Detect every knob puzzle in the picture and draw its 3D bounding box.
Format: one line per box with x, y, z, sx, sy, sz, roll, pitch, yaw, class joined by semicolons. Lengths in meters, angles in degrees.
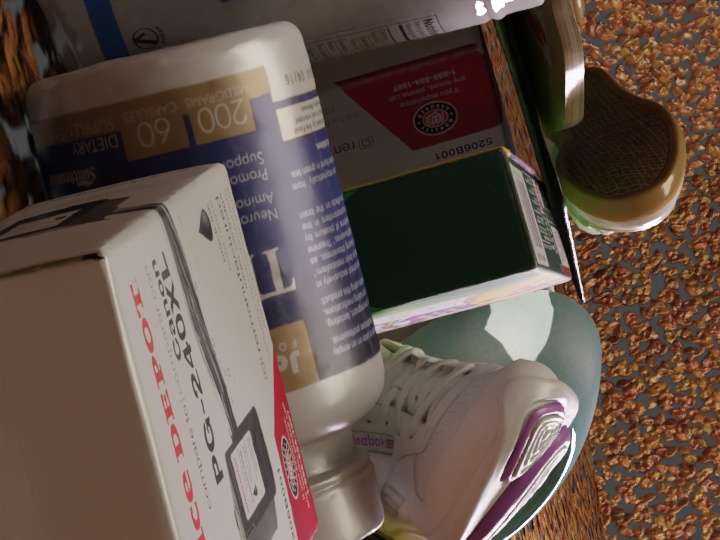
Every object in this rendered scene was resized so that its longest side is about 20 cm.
0.088;-0.157;1.137;0.220;0.030;0.220;164;-90;-87;knob puzzle

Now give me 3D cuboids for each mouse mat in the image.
0.083;-0.094;1.196;0.161;0.008;0.200;65;10;-67;mouse mat

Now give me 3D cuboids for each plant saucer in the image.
0.056;0.101;1.208;0.039;0.201;0.201;48;-12;37;plant saucer

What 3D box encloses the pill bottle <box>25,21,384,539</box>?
-0.054;0.011;0.897;0.111;0.111;0.200;-50;127;-79;pill bottle

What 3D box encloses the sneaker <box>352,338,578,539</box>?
0.023;0.069;0.947;0.100;0.075;0.200;45;-22;2;sneaker

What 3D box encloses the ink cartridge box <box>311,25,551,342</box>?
0.017;-0.030;1.235;0.083;0.145;0.200;-99;172;-59;ink cartridge box

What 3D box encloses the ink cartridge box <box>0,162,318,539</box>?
-0.081;0.054;0.747;0.200;0.083;0.145;-58;135;-78;ink cartridge box

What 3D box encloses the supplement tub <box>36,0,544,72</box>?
-0.033;-0.151;0.971;0.132;0.200;0.132;-13;90;-81;supplement tub

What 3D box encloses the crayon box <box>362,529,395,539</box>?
0.005;0.164;1.017;0.051;0.127;0.200;-51;148;-18;crayon box

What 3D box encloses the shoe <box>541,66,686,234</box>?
0.136;-0.056;1.221;0.200;0.070;0.053;-104;168;-69;shoe

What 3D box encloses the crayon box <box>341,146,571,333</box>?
0.000;0.000;1.052;0.200;0.172;0.058;10;64;-80;crayon box
